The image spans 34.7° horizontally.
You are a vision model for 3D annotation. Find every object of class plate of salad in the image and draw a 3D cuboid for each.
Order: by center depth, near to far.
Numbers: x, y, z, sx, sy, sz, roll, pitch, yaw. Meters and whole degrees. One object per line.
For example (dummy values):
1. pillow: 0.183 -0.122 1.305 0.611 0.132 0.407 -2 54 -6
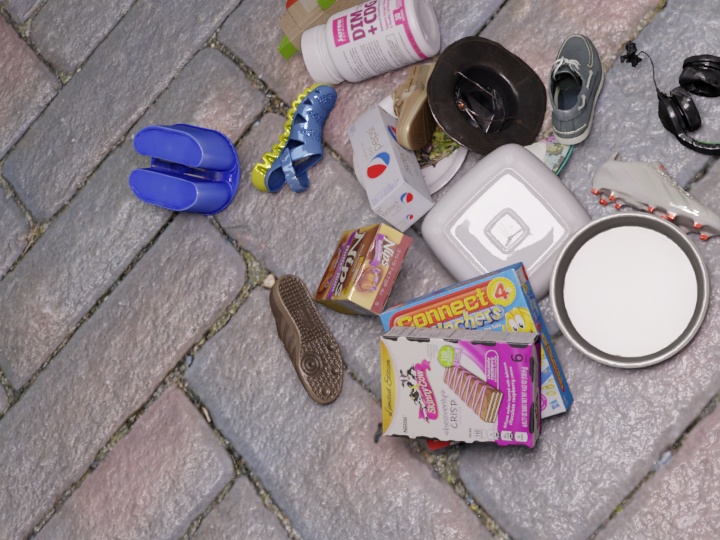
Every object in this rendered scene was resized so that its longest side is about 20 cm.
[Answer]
1. plate of salad: 0.072 -0.198 1.749 0.199 0.048 0.201 -11 66 25

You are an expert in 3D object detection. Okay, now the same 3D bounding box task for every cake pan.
1. cake pan: 0.344 0.025 1.479 0.199 0.037 0.202 -2 82 15

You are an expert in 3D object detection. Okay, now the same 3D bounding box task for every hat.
1. hat: 0.173 -0.236 1.681 0.081 0.199 0.202 129 145 -60

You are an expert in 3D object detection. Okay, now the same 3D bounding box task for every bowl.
1. bowl: 0.198 -0.054 1.554 0.200 0.075 0.200 -43 83 7

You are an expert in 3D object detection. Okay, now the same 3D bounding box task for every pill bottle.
1. pill bottle: 0.015 -0.363 1.809 0.199 0.113 0.114 -15 63 24

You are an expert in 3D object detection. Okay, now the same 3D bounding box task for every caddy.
1. caddy: -0.289 -0.169 1.910 0.199 0.105 0.142 16 101 33

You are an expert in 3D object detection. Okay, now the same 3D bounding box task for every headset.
1. headset: 0.439 -0.241 1.532 0.200 0.094 0.124 37 90 24

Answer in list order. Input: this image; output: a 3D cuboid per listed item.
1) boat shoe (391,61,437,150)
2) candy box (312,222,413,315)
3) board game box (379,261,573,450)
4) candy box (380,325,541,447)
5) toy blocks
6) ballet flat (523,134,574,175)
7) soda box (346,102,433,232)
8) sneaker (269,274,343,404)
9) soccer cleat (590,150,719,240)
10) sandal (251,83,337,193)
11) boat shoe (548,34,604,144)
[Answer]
1. boat shoe: 0.078 -0.240 1.689 0.064 0.072 0.200 5 37 17
2. candy box: 0.000 0.000 1.634 0.117 0.056 0.200 -66 15 -9
3. board game box: 0.151 0.114 1.517 0.199 0.056 0.197 -20 93 21
4. candy box: 0.127 0.146 1.468 0.199 0.061 0.137 1 101 20
5. toy blocks: -0.069 -0.447 1.915 0.200 0.100 0.137 -40 45 9
6. ballet flat: 0.226 -0.122 1.612 0.201 0.071 0.069 -59 17 -1
7. soda box: 0.040 -0.150 1.643 0.064 0.068 0.201 -40 38 21
8. sneaker: -0.082 0.106 1.708 0.070 0.076 0.201 -13 76 -22
9. soccer cleat: 0.396 -0.104 1.519 0.199 0.069 0.078 27 81 37
10. sandal: -0.088 -0.201 1.829 0.087 0.079 0.201 31 96 31
11. boat shoe: 0.300 -0.270 1.621 0.072 0.062 0.201 -3 53 22
